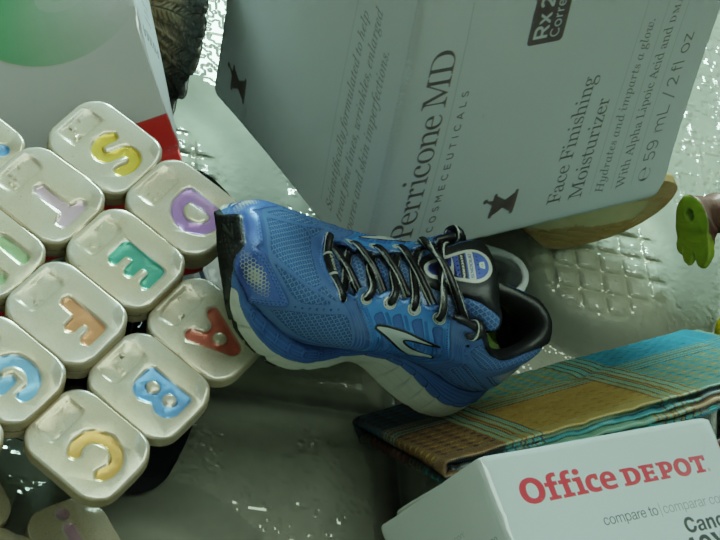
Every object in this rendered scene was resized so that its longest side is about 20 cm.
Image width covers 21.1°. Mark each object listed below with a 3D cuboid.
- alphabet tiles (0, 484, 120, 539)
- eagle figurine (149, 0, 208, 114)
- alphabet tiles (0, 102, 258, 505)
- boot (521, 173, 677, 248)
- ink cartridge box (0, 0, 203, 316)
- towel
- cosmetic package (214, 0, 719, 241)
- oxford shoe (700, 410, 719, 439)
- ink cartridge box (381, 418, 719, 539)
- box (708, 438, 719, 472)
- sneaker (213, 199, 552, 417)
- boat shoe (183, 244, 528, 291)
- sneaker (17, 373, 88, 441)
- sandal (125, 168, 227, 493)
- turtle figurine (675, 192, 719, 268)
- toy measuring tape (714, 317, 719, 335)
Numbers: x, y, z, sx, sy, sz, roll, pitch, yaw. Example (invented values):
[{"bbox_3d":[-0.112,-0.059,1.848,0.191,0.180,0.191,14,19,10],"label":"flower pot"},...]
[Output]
[{"bbox_3d":[-0.180,0.171,0.838,0.199,0.015,0.196,-19,63,-35],"label":"alphabet tiles"},{"bbox_3d":[-0.132,-0.157,1.053,0.151,0.151,0.200,47,41,-11],"label":"eagle figurine"},{"bbox_3d":[-0.150,0.007,0.859,0.195,0.015,0.200,38,58,12],"label":"alphabet tiles"},{"bbox_3d":[0.077,-0.086,1.127,0.200,0.071,0.145,-5,56,-23],"label":"boot"},{"bbox_3d":[-0.173,-0.072,0.948,0.160,0.050,0.201,-18,61,7],"label":"ink cartridge box"},{"bbox_3d":[0.109,0.067,0.961,0.198,0.147,0.022,-14,98,-16],"label":"towel"},{"bbox_3d":[0.054,-0.131,0.993,0.199,0.166,0.165,-15,45,-30],"label":"cosmetic package"},{"bbox_3d":[0.148,0.110,0.995,0.057,0.076,0.200,13,32,37],"label":"oxford shoe"},{"bbox_3d":[0.115,0.175,0.840,0.144,0.083,0.201,-5,66,-36],"label":"ink cartridge box"},{"bbox_3d":[0.220,0.171,0.909,0.097,0.124,0.202,-9,77,-30],"label":"box"},{"bbox_3d":[0.014,0.005,0.883,0.199,0.089,0.079,20,51,-45],"label":"sneaker"},{"bbox_3d":[0.000,0.000,0.999,0.199,0.065,0.074,2,59,-39],"label":"boat shoe"},{"bbox_3d":[-0.196,0.059,0.879,0.198,0.071,0.083,14,49,3],"label":"sneaker"},{"bbox_3d":[-0.094,0.022,0.979,0.076,0.043,0.201,18,48,-11],"label":"sandal"},{"bbox_3d":[0.275,-0.028,1.136,0.160,0.065,0.200,-12,37,-39],"label":"turtle figurine"},{"bbox_3d":[0.298,0.061,1.105,0.198,0.074,0.074,14,49,-8],"label":"toy measuring tape"}]
